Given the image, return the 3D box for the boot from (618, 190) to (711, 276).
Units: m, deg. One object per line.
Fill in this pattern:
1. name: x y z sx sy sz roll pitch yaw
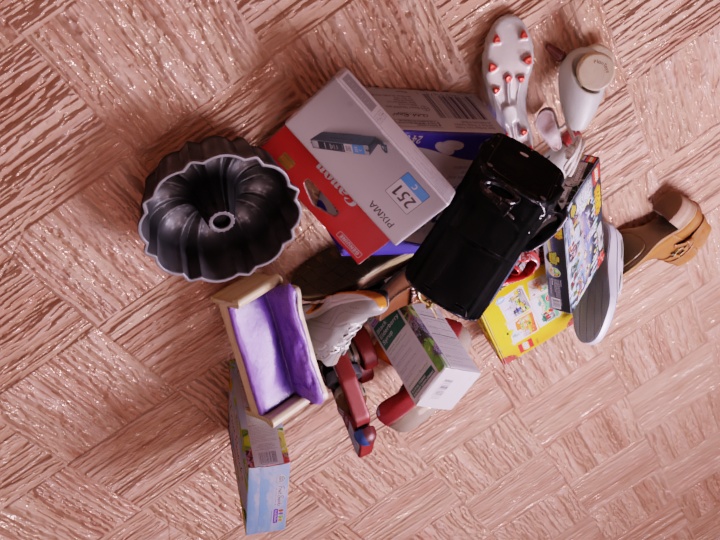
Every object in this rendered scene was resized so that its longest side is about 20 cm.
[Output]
1. boot: 0.498 -0.034 1.738 0.200 0.074 0.155 -43 142 17

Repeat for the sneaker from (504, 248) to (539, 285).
1. sneaker: 0.255 -0.053 1.541 0.201 0.108 0.067 -31 139 0

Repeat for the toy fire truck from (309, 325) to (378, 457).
1. toy fire truck: -0.017 0.189 1.552 0.112 0.168 0.200 -22 164 -11

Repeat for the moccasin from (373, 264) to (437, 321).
1. moccasin: 0.106 0.020 1.470 0.201 0.078 0.074 -25 162 -20

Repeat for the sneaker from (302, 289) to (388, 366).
1. sneaker: -0.028 0.082 1.426 0.075 0.092 0.200 -2 168 -41

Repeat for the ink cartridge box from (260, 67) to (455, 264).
1. ink cartridge box: -0.015 -0.113 1.246 0.200 0.045 0.176 47 123 -9

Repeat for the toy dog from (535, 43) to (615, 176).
1. toy dog: 0.267 -0.223 1.385 0.132 0.096 0.201 45 68 -86

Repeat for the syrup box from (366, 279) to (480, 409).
1. syrup box: 0.085 0.104 1.525 0.081 0.200 0.079 13 123 -41

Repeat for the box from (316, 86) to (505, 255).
1. box: 0.062 -0.127 1.355 0.183 0.105 0.201 -2 132 -29

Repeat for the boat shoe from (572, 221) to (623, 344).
1. boat shoe: 0.395 0.023 1.663 0.067 0.073 0.201 15 84 -43

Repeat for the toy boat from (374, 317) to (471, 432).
1. toy boat: 0.078 0.151 1.625 0.200 0.130 0.131 -59 -177 -27

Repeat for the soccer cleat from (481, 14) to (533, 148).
1. soccer cleat: 0.191 -0.238 1.356 0.069 0.078 0.201 -10 117 -3

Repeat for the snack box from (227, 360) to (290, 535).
1. snack box: -0.153 0.258 1.532 0.067 0.200 0.169 -6 135 -14

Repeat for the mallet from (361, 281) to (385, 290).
1. mallet: -0.045 0.064 1.541 0.199 0.066 0.041 -28 141 19

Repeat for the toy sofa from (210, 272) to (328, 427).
1. toy sofa: -0.123 0.109 1.416 0.083 0.097 0.201 -31 119 -36

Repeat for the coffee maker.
1. coffee maker: 0.141 -0.048 1.275 0.192 0.135 0.200 -16 143 -50

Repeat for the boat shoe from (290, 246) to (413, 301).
1. boat shoe: 0.000 -0.001 1.468 0.199 0.072 0.068 -23 146 -3

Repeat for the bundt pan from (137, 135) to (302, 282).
1. bundt pan: -0.176 -0.083 1.266 0.201 0.076 0.202 -11 135 -11

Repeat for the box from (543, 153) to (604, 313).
1. box: 0.318 -0.054 1.540 0.137 0.040 0.201 -53 144 -34

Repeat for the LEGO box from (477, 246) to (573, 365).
1. LEGO box: 0.254 0.042 1.659 0.149 0.077 0.200 -31 140 0
